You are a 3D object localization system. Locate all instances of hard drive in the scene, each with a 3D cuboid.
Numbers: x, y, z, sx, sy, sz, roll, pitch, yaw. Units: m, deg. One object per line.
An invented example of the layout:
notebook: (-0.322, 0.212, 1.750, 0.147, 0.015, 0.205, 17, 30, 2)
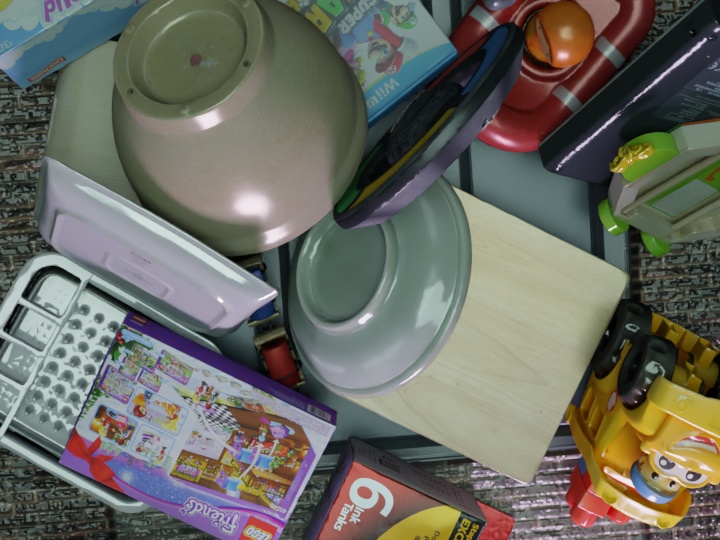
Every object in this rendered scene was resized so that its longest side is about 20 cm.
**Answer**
hard drive: (0.256, -0.130, 1.071, 0.138, 0.200, 0.033, 9, 56, -33)

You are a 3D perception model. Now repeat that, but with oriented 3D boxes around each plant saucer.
plant saucer: (0.000, 0.000, 1.094, 0.050, 0.199, 0.202, 20, 99, -45)

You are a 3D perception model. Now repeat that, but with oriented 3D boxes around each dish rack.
dish rack: (-0.231, 0.096, 1.167, 0.198, 0.044, 0.173, 30, 95, -6)

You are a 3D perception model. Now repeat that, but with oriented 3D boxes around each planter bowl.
planter bowl: (-0.106, -0.132, 1.010, 0.197, 0.135, 0.203, -7, 62, 14)

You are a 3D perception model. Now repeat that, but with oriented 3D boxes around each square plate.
square plate: (-0.173, -0.007, 1.065, 0.198, 0.198, 0.029, 30, 73, -8)

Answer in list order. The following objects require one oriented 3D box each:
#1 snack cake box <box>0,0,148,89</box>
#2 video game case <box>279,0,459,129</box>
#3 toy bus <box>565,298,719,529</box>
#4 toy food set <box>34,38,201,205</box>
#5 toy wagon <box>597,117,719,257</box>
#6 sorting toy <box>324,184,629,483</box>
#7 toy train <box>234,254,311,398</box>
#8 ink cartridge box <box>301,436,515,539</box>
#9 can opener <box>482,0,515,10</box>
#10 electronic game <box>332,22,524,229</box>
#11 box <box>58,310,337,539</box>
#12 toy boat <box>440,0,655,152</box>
snack cake box: (-0.224, -0.253, 1.091, 0.198, 0.067, 0.116, -30, 74, 2)
video game case: (-0.032, -0.211, 1.113, 0.142, 0.018, 0.201, -36, 78, 3)
toy bus: (0.240, 0.143, 1.119, 0.134, 0.200, 0.194, 26, 103, -9)
toy food set: (-0.169, -0.108, 1.142, 0.197, 0.060, 0.146, 11, 86, -5)
toy wagon: (0.269, -0.077, 1.098, 0.154, 0.199, 0.040, -32, 55, 33)
sorting toy: (0.097, 0.046, 1.160, 0.198, 0.070, 0.201, 25, 96, -5)
toy train: (-0.071, 0.075, 1.150, 0.034, 0.046, 0.202, -18, 110, 1)
ink cartridge box: (0.027, 0.279, 1.181, 0.174, 0.084, 0.202, 24, 95, -5)
can opener: (0.087, -0.307, 1.082, 0.066, 0.053, 0.202, -16, 74, -23)
electronic game: (0.050, -0.109, 1.011, 0.042, 0.200, 0.200, 41, 94, -10)
box: (-0.136, 0.140, 1.130, 0.198, 0.039, 0.138, 27, 104, -6)
toy boat: (0.156, -0.190, 1.099, 0.130, 0.131, 0.201, 40, 94, -6)
